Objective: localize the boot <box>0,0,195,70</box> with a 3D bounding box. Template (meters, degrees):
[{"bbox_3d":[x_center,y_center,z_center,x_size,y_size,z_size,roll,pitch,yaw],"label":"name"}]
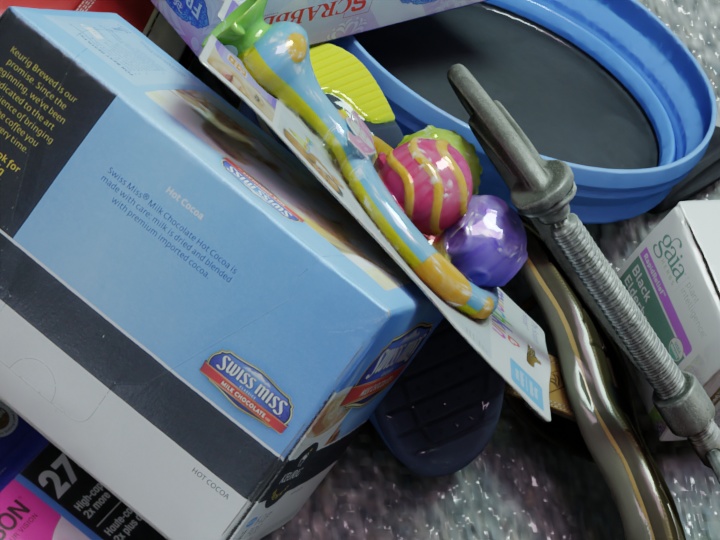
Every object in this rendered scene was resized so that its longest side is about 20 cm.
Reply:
[{"bbox_3d":[-0.137,-0.139,1.323,0.144,0.072,0.200,22,52,2],"label":"boot"}]

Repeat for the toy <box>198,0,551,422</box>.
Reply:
[{"bbox_3d":[0.021,-0.039,1.161,0.200,0.047,0.115,43,15,-10],"label":"toy"}]

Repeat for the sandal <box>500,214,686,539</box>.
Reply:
[{"bbox_3d":[0.091,0.059,1.272,0.054,0.082,0.200,-25,63,10],"label":"sandal"}]

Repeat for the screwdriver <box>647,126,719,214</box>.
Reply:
[{"bbox_3d":[0.204,-0.077,1.433,0.200,0.029,0.028,-31,70,-38],"label":"screwdriver"}]

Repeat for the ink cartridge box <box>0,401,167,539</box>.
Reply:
[{"bbox_3d":[-0.103,0.124,1.170,0.200,0.037,0.095,36,53,9],"label":"ink cartridge box"}]

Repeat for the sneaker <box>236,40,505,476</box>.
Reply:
[{"bbox_3d":[0.000,0.000,1.272,0.074,0.082,0.200,-16,78,-31],"label":"sneaker"}]

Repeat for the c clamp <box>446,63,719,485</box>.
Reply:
[{"bbox_3d":[0.101,0.003,1.198,0.200,0.027,0.171,54,4,-25],"label":"c clamp"}]

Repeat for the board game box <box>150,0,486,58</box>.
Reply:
[{"bbox_3d":[-0.039,-0.188,1.317,0.200,0.041,0.200,-17,54,-35],"label":"board game box"}]

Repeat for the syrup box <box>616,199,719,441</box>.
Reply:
[{"bbox_3d":[0.218,0.019,1.318,0.200,0.081,0.079,-4,57,-30],"label":"syrup box"}]

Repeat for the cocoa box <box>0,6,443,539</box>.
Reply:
[{"bbox_3d":[-0.083,0.001,1.169,0.200,0.131,0.133,39,12,9],"label":"cocoa box"}]

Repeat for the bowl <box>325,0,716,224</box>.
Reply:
[{"bbox_3d":[0.069,-0.094,1.349,0.200,0.039,0.201,17,34,-12],"label":"bowl"}]
